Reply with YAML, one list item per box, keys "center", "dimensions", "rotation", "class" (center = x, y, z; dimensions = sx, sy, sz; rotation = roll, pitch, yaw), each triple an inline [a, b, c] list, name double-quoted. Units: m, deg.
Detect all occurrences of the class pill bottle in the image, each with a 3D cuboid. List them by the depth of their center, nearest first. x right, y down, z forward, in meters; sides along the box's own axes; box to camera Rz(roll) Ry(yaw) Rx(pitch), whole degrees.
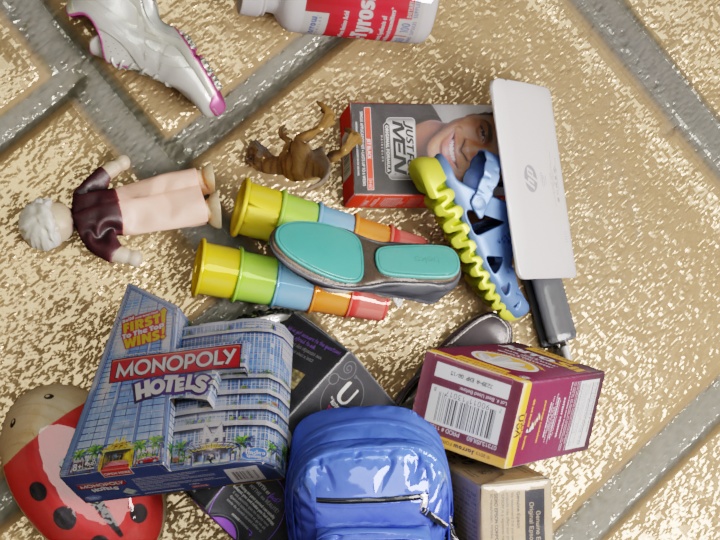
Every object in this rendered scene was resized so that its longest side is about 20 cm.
- center: [-0.024, -0.297, 1.707]
  dimensions: [0.198, 0.112, 0.113]
  rotation: [4, 79, -10]
  class: "pill bottle"

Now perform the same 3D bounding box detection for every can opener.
- center: [0.192, 0.063, 1.717]
  dimensions: [0.066, 0.053, 0.202]
  rotation: [-8, 81, -14]
  class: "can opener"

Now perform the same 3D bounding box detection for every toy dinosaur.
- center: [-0.047, -0.108, 1.637]
  dimensions: [0.106, 0.200, 0.060]
  rotation: [-48, 115, -12]
  class: "toy dinosaur"

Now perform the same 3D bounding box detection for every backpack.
- center: [0.015, 0.230, 1.483]
  dimensions: [0.161, 0.168, 0.202]
  rotation: [-3, 108, -7]
  class: "backpack"

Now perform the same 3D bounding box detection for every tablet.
- center: [0.177, -0.091, 1.681]
  dimensions: [0.014, 0.130, 0.202]
  rotation: [-11, 84, 32]
  class: "tablet"

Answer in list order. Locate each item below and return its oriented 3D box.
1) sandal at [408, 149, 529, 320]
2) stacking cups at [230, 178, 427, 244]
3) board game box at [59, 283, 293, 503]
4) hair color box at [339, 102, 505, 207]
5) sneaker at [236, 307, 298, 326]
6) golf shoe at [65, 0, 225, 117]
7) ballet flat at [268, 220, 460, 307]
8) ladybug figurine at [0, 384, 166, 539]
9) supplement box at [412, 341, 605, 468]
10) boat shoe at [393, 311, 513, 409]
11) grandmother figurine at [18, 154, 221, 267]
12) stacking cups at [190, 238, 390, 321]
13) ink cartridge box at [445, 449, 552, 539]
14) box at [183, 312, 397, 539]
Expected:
- center: [0.128, -0.040, 1.667]
  dimensions: [0.087, 0.079, 0.201]
  rotation: [-30, 112, -6]
  class: "sandal"
- center: [-0.029, -0.043, 1.684]
  dimensions: [0.198, 0.060, 0.061]
  rotation: [13, 78, -13]
  class: "stacking cups"
- center: [-0.166, 0.102, 1.532]
  dimensions: [0.198, 0.062, 0.201]
  rotation: [-9, 56, 15]
  class: "board game box"
- center: [0.082, -0.119, 1.723]
  dimensions: [0.198, 0.061, 0.102]
  rotation: [-1, 79, -12]
  class: "hair color box"
- center: [-0.144, 0.099, 1.632]
  dimensions: [0.199, 0.074, 0.080]
  rotation: [-25, 92, 0]
  class: "sneaker"
- center: [-0.218, -0.224, 1.684]
  dimensions: [0.091, 0.075, 0.200]
  rotation: [-39, 87, 0]
  class: "golf shoe"
- center: [0.000, 0.000, 1.632]
  dimensions: [0.198, 0.073, 0.074]
  rotation: [8, 78, -16]
  class: "ballet flat"
- center: [-0.264, 0.198, 1.583]
  dimensions: [0.136, 0.072, 0.200]
  rotation: [-40, 90, -8]
  class: "ladybug figurine"
- center: [0.144, 0.127, 1.603]
  dimensions: [0.110, 0.200, 0.086]
  rotation: [17, 98, 28]
  class: "supplement box"
- center: [0.088, 0.118, 1.679]
  dimensions: [0.200, 0.065, 0.072]
  rotation: [-43, 87, -17]
  class: "boat shoe"
- center: [-0.240, -0.056, 1.651]
  dimensions: [0.198, 0.061, 0.122]
  rotation: [-9, 54, -10]
  class: "grandmother figurine"
- center: [-0.069, 0.012, 1.675]
  dimensions: [0.198, 0.060, 0.061]
  rotation: [9, 78, -14]
  class: "stacking cups"
- center: [0.117, 0.261, 1.575]
  dimensions: [0.074, 0.200, 0.166]
  rotation: [-4, 96, -15]
  class: "ink cartridge box"
- center: [-0.074, 0.163, 1.583]
  dimensions: [0.200, 0.106, 0.122]
  rotation: [-46, 129, -9]
  class: "box"
